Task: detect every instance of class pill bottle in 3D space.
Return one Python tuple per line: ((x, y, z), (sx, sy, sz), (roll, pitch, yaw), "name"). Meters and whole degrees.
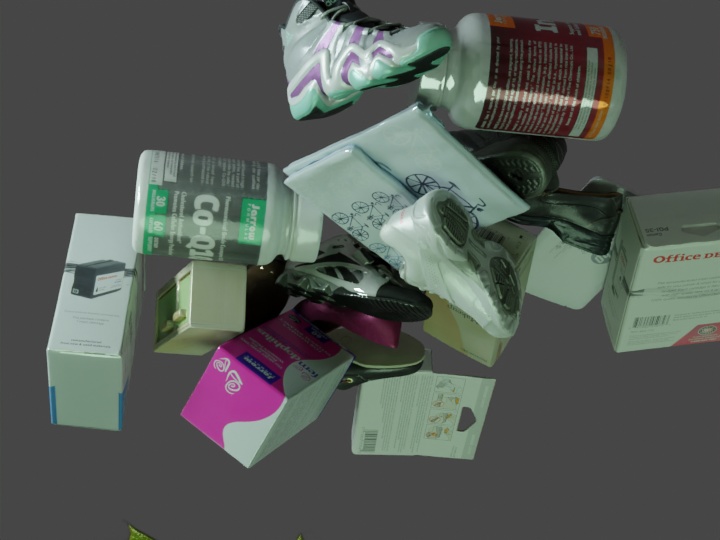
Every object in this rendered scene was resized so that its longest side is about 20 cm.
((0.150, -0.191, 1.209), (0.198, 0.114, 0.113), (4, 139, -8), "pill bottle")
((-0.143, -0.065, 1.339), (0.198, 0.114, 0.114), (5, 138, -8), "pill bottle")

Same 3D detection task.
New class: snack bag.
((0.049, -0.078, 1.260), (0.199, 0.022, 0.188), (-21, 132, 40), "snack bag")

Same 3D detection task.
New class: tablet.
((0.272, -0.028, 1.476), (0.129, 0.014, 0.200), (19, 135, -23), "tablet")

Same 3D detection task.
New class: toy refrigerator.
((-0.191, 0.046, 1.425), (0.069, 0.077, 0.200), (6, 167, -20), "toy refrigerator")

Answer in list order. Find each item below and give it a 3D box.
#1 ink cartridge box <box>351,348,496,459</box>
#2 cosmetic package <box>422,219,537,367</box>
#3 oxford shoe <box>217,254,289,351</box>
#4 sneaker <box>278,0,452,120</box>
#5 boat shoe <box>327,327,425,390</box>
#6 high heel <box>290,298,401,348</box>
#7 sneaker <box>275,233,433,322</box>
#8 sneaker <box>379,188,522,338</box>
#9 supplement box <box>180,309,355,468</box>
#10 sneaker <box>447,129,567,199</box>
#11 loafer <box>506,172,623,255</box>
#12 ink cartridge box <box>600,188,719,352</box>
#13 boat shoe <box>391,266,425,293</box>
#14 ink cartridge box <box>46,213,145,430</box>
((0.082, 0.184, 1.684), (0.175, 0.045, 0.201), (3, 139, -4), "ink cartridge box")
((0.134, 0.018, 1.426), (0.105, 0.071, 0.201), (27, 151, 18), "cosmetic package")
((-0.126, 0.059, 1.505), (0.072, 0.085, 0.201), (12, 135, -13), "oxford shoe")
((-0.010, -0.233, 1.154), (0.199, 0.141, 0.077), (-16, 179, 41), "sneaker")
((-0.015, 0.114, 1.575), (0.200, 0.074, 0.063), (-1, 128, 9), "boat shoe")
((-0.026, 0.073, 1.490), (0.067, 0.097, 0.200), (2, 159, -34), "high heel")
((0.000, 0.000, 1.395), (0.199, 0.089, 0.074), (15, 164, 29), "sneaker")
((0.093, -0.001, 1.280), (0.099, 0.078, 0.200), (-15, 128, 37), "sneaker")
((-0.102, 0.130, 1.412), (0.101, 0.200, 0.104), (35, 112, 11), "supplement box")
((0.133, -0.127, 1.313), (0.198, 0.114, 0.077), (1, 121, 39), "sneaker")
((0.199, -0.085, 1.379), (0.199, 0.073, 0.073), (19, 104, -15), "loafer")
((0.373, 0.000, 1.445), (0.145, 0.083, 0.201), (-5, 141, -4), "ink cartridge box")
((0.057, -0.022, 1.433), (0.073, 0.065, 0.201), (-2, 140, -2), "boat shoe")
((-0.298, 0.057, 1.407), (0.083, 0.201, 0.146), (6, 139, -5), "ink cartridge box")
